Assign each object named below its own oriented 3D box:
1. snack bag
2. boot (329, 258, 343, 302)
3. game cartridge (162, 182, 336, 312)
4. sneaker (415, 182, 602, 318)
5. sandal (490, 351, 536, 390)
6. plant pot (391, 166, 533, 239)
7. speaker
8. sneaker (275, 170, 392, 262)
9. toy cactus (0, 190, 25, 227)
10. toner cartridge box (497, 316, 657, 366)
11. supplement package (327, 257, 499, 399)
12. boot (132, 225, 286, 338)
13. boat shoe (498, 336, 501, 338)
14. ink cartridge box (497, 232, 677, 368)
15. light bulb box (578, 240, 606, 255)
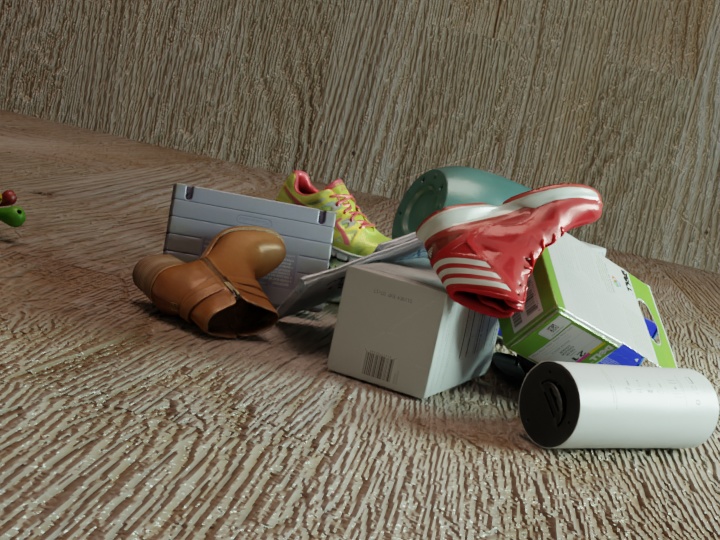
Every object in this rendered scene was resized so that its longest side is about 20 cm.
[{"bbox_3d":[0.000,0.000,1.328,0.200,0.021,0.189,-21,-7,-18],"label":"snack bag"},{"bbox_3d":[-0.003,0.018,1.546,0.155,0.072,0.200,16,9,8],"label":"boot"},{"bbox_3d":[-0.135,-0.024,1.427,0.200,0.130,0.038,10,-6,-15],"label":"game cartridge"},{"bbox_3d":[0.160,-0.012,1.168,0.200,0.116,0.078,-13,-20,-16],"label":"sneaker"},{"bbox_3d":[0.208,0.113,1.281,0.075,0.048,0.200,8,10,-24],"label":"sandal"},{"bbox_3d":[0.141,-0.052,1.643,0.161,0.201,0.201,25,2,-25],"label":"plant pot"},{"bbox_3d":[0.246,0.128,1.129,0.200,0.081,0.081,6,11,-36],"label":"speaker"},{"bbox_3d":[-0.028,-0.068,1.516,0.200,0.090,0.078,25,13,21],"label":"sneaker"},{"bbox_3d":[-0.526,-0.093,1.499,0.200,0.102,0.165,0,2,-19],"label":"toy cactus"},{"bbox_3d":[0.230,0.057,1.364,0.200,0.095,0.043,27,5,-5],"label":"toner cartridge box"},{"bbox_3d":[0.066,0.055,1.252,0.114,0.110,0.200,16,9,24],"label":"supplement package"},{"bbox_3d":[-0.132,0.018,1.311,0.200,0.074,0.155,-18,31,-35],"label":"boot"},{"bbox_3d":[0.177,0.056,1.552,0.200,0.072,0.060,7,11,1],"label":"boat shoe"},{"bbox_3d":[0.236,0.046,1.265,0.200,0.076,0.148,29,35,-30],"label":"ink cartridge box"},{"bbox_3d":[0.237,-0.004,1.840,0.198,0.125,0.200,19,9,37],"label":"light bulb box"}]
